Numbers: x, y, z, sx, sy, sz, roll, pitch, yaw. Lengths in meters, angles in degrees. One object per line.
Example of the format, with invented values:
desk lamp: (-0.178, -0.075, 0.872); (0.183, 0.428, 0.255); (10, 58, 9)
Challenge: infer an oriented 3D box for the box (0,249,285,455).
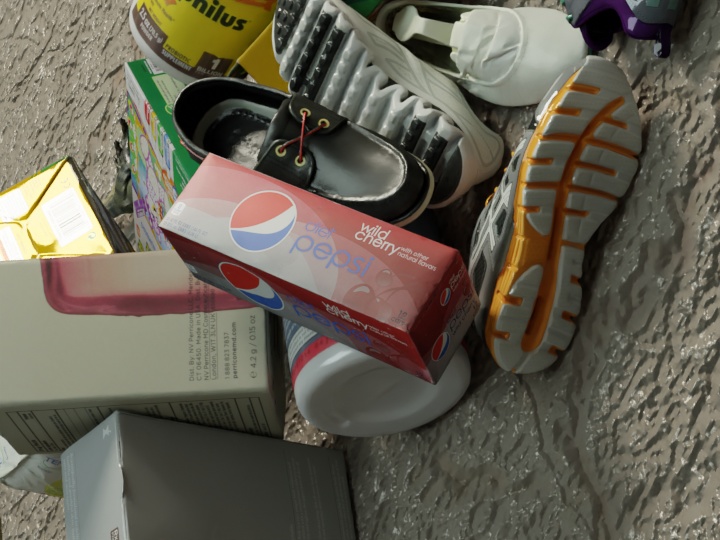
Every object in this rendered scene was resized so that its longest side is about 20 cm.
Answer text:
box: (-0.156, 0.058, 1.261); (0.128, 0.198, 0.110); (84, -177, -69)

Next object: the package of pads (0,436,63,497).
package of pads: (-0.206, 0.110, 1.422); (0.068, 0.199, 0.155); (-37, 54, 29)

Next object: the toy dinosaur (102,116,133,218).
toy dinosaur: (-0.211, -0.086, 1.652); (0.200, 0.047, 0.089); (-28, 63, 53)

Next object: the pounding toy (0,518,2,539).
pounding toy: (-0.289, 0.337, 1.528); (0.200, 0.141, 0.185); (-42, 47, 42)

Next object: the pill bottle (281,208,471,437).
pill bottle: (0.000, 0.000, 1.233); (0.120, 0.119, 0.201); (-44, 46, 40)

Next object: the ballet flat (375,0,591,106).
ballet flat: (0.074, -0.154, 1.227); (0.200, 0.069, 0.070); (22, 97, 57)

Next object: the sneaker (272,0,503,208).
sneaker: (0.017, -0.123, 1.232); (0.200, 0.081, 0.075); (47, 128, 19)

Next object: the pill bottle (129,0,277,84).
pill bottle: (-0.091, -0.242, 1.380); (0.200, 0.109, 0.110); (-53, 40, 36)

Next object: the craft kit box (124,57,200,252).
craft kit box: (-0.141, -0.040, 1.456); (0.200, 0.048, 0.199); (-123, 25, -49)

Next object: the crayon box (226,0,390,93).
crayon box: (-0.011, -0.201, 1.324); (0.200, 0.051, 0.127); (-42, 5, 42)

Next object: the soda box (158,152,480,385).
soda box: (-0.026, -0.004, 1.130); (0.199, 0.070, 0.064); (22, 68, 29)

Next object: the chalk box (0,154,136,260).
chalk box: (-0.245, 0.024, 1.541); (0.123, 0.200, 0.125); (-29, 55, -3)

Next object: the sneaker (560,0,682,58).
sneaker: (0.133, -0.190, 1.148); (0.200, 0.074, 0.088); (27, 107, 56)

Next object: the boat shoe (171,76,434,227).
boat shoe: (-0.043, -0.076, 1.187); (0.200, 0.063, 0.074); (21, 73, 35)

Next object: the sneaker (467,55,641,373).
sneaker: (0.110, -0.040, 1.125); (0.077, 0.078, 0.201); (40, 113, 59)

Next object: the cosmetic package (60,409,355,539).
cosmetic package: (-0.104, 0.173, 1.254); (0.090, 0.199, 0.108); (-38, 48, 43)
